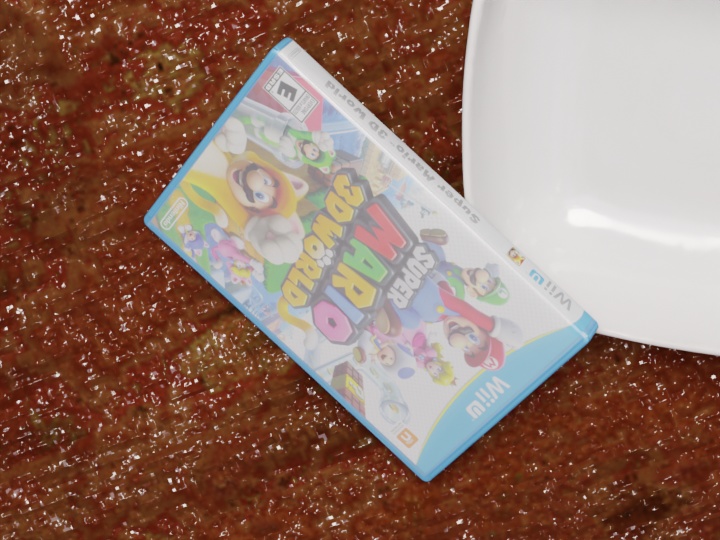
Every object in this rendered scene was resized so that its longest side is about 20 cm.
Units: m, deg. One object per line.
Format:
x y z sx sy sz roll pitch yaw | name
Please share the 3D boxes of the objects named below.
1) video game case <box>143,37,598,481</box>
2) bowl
0.000 0.000 0.877 0.200 0.018 0.143 43 131 -1 | video game case
0.150 -0.065 0.818 0.200 0.075 0.200 9 123 16 | bowl
